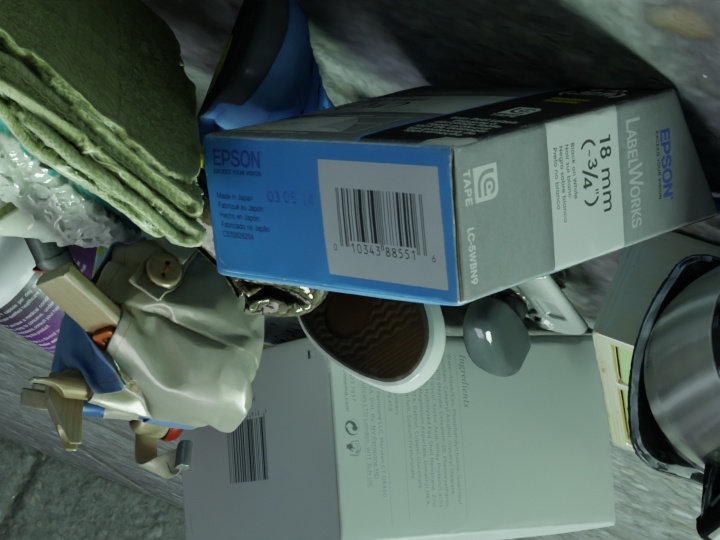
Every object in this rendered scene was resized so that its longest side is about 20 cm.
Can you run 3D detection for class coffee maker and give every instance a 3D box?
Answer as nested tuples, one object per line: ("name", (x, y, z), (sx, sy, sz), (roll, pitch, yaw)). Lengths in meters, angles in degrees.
("coffee maker", (0.222, 0.031, 0.641), (0.191, 0.135, 0.200), (-5, 167, -6))

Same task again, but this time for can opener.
("can opener", (0.066, -0.005, 0.839), (0.052, 0.067, 0.200), (15, 157, 35))

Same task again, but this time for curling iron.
("curling iron", (-0.189, 0.000, 0.987), (0.050, 0.026, 0.201), (27, 144, 62))

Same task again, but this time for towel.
("towel", (-0.127, -0.095, 0.666), (0.148, 0.036, 0.200), (41, -164, -29))

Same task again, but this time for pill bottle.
("pill bottle", (-0.222, 0.004, 1.203), (0.200, 0.113, 0.112), (35, 162, -32))

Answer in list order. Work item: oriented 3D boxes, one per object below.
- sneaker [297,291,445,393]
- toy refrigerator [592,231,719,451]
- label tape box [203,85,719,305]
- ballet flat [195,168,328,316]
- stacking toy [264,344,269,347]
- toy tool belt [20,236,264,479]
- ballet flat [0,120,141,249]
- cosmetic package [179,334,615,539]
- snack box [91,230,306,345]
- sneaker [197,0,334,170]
("sneaker", (0.000, 0.000, 0.872), (0.085, 0.073, 0.200), (29, -165, -45))
("toy refrigerator", (0.173, 0.053, 0.845), (0.076, 0.070, 0.200), (20, 163, 18))
("label tape box", (0.056, -0.043, 0.670), (0.200, 0.064, 0.144), (-17, -163, -41))
("ballet flat", (-0.102, -0.040, 0.764), (0.200, 0.046, 0.067), (35, 179, -3))
("stacking toy", (-0.086, 0.034, 1.159), (0.110, 0.116, 0.200), (4, 141, 51))
("toy tool belt", (-0.136, 0.043, 0.895), (0.122, 0.125, 0.200), (13, 156, -18))
("ballet flat", (-0.190, -0.056, 0.824), (0.072, 0.072, 0.200), (14, 163, 32))
("cosmetic package", (0.018, 0.110, 0.995), (0.199, 0.124, 0.199), (0, 171, -31))
("snack box", (-0.072, 0.013, 1.028), (0.199, 0.053, 0.142), (12, 170, -9))
("sneaker", (-0.034, -0.077, 0.746), (0.078, 0.066, 0.200), (23, 167, -6))
